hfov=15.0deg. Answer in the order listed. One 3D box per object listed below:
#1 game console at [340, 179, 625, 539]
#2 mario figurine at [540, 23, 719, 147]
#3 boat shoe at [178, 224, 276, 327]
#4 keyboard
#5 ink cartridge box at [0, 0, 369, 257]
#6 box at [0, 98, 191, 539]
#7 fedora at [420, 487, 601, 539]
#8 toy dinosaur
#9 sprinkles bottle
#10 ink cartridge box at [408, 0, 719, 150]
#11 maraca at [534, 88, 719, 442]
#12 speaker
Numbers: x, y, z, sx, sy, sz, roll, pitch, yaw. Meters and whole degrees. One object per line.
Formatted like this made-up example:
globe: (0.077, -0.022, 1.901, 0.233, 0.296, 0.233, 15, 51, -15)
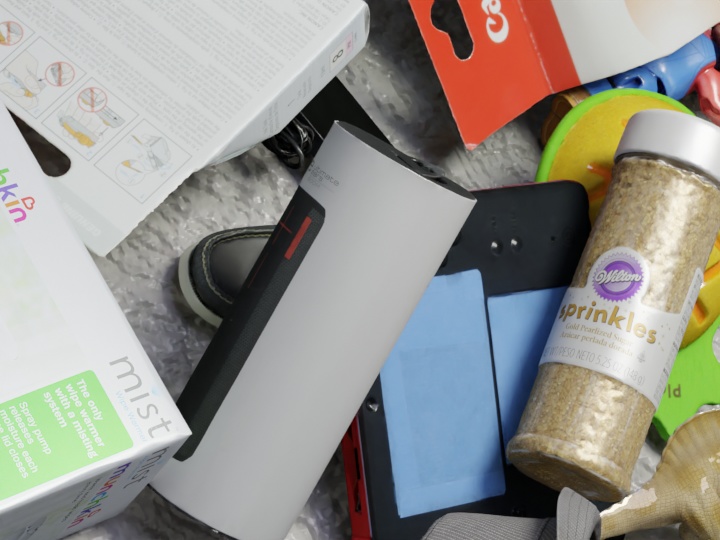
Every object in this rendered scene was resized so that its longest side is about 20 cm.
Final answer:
game console: (0.062, 0.058, 1.419, 0.177, 0.031, 0.200, -8, 92, -34)
mario figurine: (0.183, -0.118, 1.648, 0.200, 0.106, 0.124, -16, 107, -27)
boat shoe: (0.000, 0.000, 1.445, 0.200, 0.068, 0.072, 5, 61, -29)
keyboard: (-0.059, -0.109, 1.508, 0.200, 0.040, 0.104, 50, 25, 7)
ink cartridge box: (-0.119, -0.110, 1.424, 0.163, 0.057, 0.200, 38, 73, 18)
box: (-0.208, 0.040, 1.268, 0.176, 0.097, 0.200, -20, 73, -37)
fedora: (0.056, 0.195, 1.318, 0.090, 0.177, 0.200, 10, 68, 9)
toy dinosaur: (0.181, 0.122, 1.465, 0.200, 0.101, 0.058, -26, 32, -9)
sprinkles bottle: (0.139, 0.018, 1.420, 0.068, 0.068, 0.200, 26, 73, -16)
ink cartridge box: (0.118, -0.181, 1.523, 0.200, 0.050, 0.162, -35, 117, -26)
maraca: (0.155, -0.002, 1.524, 0.137, 0.107, 0.200, 1, 83, -25)
speaker: (-0.024, 0.030, 1.321, 0.081, 0.200, 0.081, 29, 7, -4)
